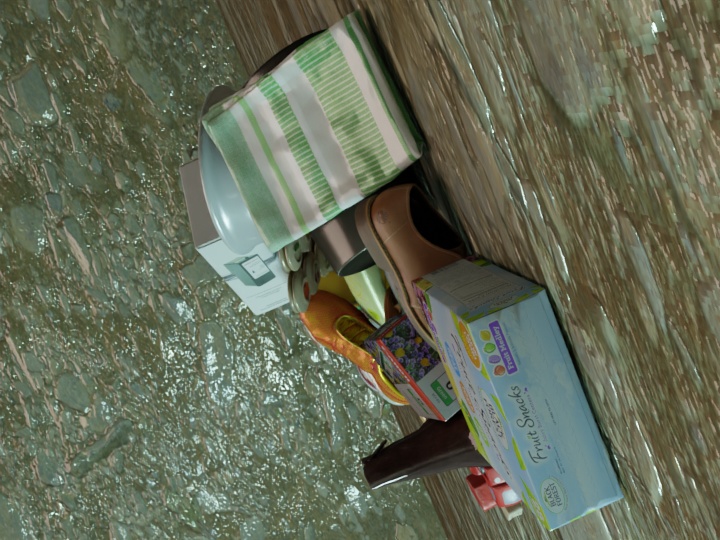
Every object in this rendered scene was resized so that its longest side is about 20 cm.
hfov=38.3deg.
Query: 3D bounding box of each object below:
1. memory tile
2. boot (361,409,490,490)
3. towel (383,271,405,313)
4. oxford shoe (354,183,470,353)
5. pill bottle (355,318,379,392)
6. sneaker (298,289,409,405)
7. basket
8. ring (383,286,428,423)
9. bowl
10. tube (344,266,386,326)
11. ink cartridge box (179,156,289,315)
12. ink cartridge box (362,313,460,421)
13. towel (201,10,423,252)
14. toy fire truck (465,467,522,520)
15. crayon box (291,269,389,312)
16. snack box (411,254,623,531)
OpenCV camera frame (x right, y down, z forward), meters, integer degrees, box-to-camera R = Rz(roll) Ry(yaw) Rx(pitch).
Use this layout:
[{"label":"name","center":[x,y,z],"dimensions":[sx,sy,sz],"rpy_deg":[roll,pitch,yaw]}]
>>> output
[{"label":"memory tile","center":[-0.061,-0.053,1.185],"dimensions":[0.200,0.017,0.154],"rpy_deg":[-63,-35,-65]},{"label":"boot","center":[0.087,0.193,1.070],"dimensions":[0.200,0.166,0.073],"rpy_deg":[172,74,-85]},{"label":"towel","center":[0.065,0.007,1.157],"dimensions":[0.171,0.048,0.201],"rpy_deg":[94,152,-75]},{"label":"oxford shoe","center":[0.076,0.011,0.935],"dimensions":[0.200,0.071,0.071],"rpy_deg":[54,-141,-13]},{"label":"pill bottle","center":[0.049,0.121,1.484],"dimensions":[0.200,0.114,0.115],"rpy_deg":[94,152,-81]},{"label":"sneaker","center":[0.008,0.088,1.300],"dimensions":[0.200,0.073,0.077],"rpy_deg":[38,156,-4]},{"label":"basket","center":[-0.022,-0.108,1.036],"dimensions":[0.201,0.136,0.180],"rpy_deg":[60,150,10]},{"label":"ring","center":[0.081,0.110,1.276],"dimensions":[0.201,0.019,0.201],"rpy_deg":[56,-158,-36]},{"label":"bowl","center":[-0.112,-0.123,1.226],"dimensions":[0.201,0.090,0.202],"rpy_deg":[-6,-90,-77]},{"label":"tube","center":[0.000,0.000,1.254],"dimensions":[0.058,0.052,0.201],"rpy_deg":[-80,-23,-46]},{"label":"ink cartridge box","center":[-0.160,-0.054,1.414],"dimensions":[0.200,0.084,0.147],"rpy_deg":[57,-167,-56]},{"label":"ink cartridge box","center":[0.064,0.100,1.075],"dimensions":[0.109,0.050,0.200],"rpy_deg":[51,171,-1]},{"label":"towel","center":[-0.047,-0.124,0.957],"dimensions":[0.023,0.199,0.153],"rpy_deg":[-25,-93,-58]},{"label":"toy fire truck","center":[0.160,0.244,1.229],"dimensions":[0.200,0.049,0.142],"rpy_deg":[-132,18,-73]},{"label":"crayon box","center":[-0.014,0.033,1.440],"dimensions":[0.200,0.125,0.052],"rpy_deg":[35,-129,-78]},{"label":"snack box","center":[0.115,0.085,0.817],"dimensions":[0.200,0.067,0.169],"rpy_deg":[-146,33,-78]}]
